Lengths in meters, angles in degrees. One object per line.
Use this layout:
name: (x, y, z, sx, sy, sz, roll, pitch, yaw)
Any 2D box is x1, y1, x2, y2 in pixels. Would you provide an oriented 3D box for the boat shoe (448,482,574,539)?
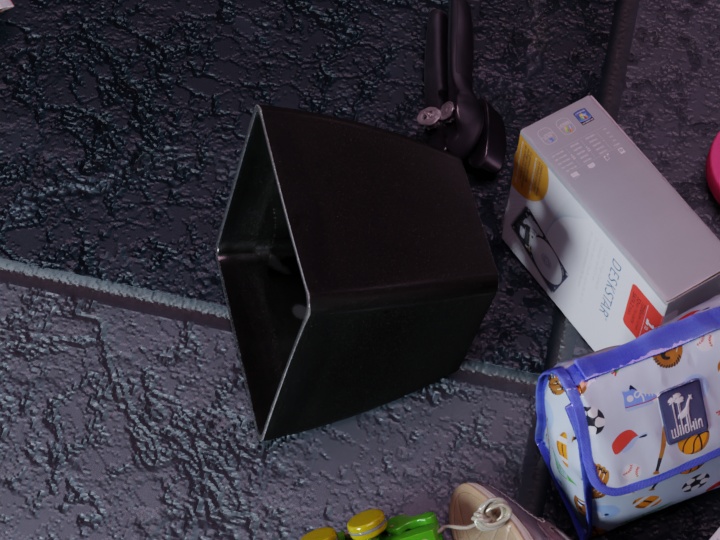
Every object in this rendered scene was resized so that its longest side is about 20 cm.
boat shoe: (0.147, 0.234, 1.459, 0.065, 0.072, 0.200, -12, 40, -40)

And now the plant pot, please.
plant pot: (0.000, 0.000, 1.542, 0.176, 0.200, 0.201, -3, 55, -18)

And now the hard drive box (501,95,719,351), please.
hard drive box: (0.211, -0.018, 1.578, 0.077, 0.156, 0.200, -27, 60, -20)

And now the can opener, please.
can opener: (0.083, -0.170, 1.743, 0.063, 0.079, 0.201, -28, 48, 25)

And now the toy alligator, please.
toy alligator: (0.020, 0.210, 1.463, 0.199, 0.060, 0.054, -20, 14, 1)

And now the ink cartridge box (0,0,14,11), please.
ink cartridge box: (-0.430, -0.230, 1.753, 0.199, 0.050, 0.109, -23, 59, -19)

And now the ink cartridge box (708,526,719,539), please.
ink cartridge box: (0.321, 0.230, 1.487, 0.095, 0.037, 0.200, 37, 59, 19)

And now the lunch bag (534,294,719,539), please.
lunch bag: (0.227, 0.106, 1.455, 0.169, 0.200, 0.124, -21, 58, -8)

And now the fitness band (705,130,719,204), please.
fitness band: (0.409, -0.081, 1.703, 0.199, 0.038, 0.144, 6, 55, 0)
